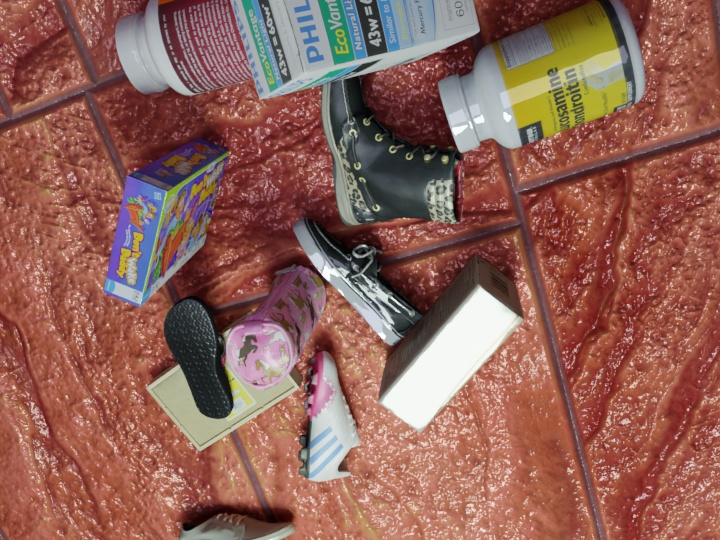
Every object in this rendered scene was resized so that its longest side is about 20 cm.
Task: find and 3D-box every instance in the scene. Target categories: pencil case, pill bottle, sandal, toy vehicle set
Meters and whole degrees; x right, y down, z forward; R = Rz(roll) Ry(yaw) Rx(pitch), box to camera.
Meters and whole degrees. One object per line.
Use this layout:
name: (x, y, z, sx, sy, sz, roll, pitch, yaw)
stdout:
pencil case: (-0.096, 0.062, 0.805, 0.083, 0.200, 0.087, -40, 99, 19)
pill bottle: (-0.163, -0.262, 0.741, 0.195, 0.113, 0.115, -11, 109, 12)
sandal: (-0.212, 0.114, 0.905, 0.073, 0.045, 0.204, 3, 125, 14)
pill bottle: (0.187, -0.198, 0.711, 0.196, 0.112, 0.114, -19, 107, 15)
toy vehicle set: (-0.194, 0.160, 0.951, 0.198, 0.027, 0.125, -33, 102, 18)

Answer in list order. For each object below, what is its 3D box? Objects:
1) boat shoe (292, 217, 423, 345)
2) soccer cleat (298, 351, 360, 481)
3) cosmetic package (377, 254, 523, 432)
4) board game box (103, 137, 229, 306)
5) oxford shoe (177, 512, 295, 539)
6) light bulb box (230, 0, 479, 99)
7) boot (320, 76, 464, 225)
boat shoe: (0.000, 0.001, 0.837, 0.068, 0.074, 0.200, -40, 93, 12)
soccer cleat: (-0.038, 0.202, 0.929, 0.084, 0.070, 0.204, 3, 114, -10)
cosmetic package: (0.110, 0.090, 0.837, 0.072, 0.104, 0.201, 34, 113, -6)
board game box: (-0.220, -0.064, 0.777, 0.044, 0.201, 0.137, 20, 113, -1)
oxford shoe: (-0.195, 0.400, 1.025, 0.195, 0.075, 0.059, -13, 73, 11)
light bulb box: (-0.019, -0.290, 0.631, 0.197, 0.124, 0.203, -22, 101, -25)
boot: (0.039, -0.146, 0.757, 0.150, 0.074, 0.208, 6, 119, 25)
